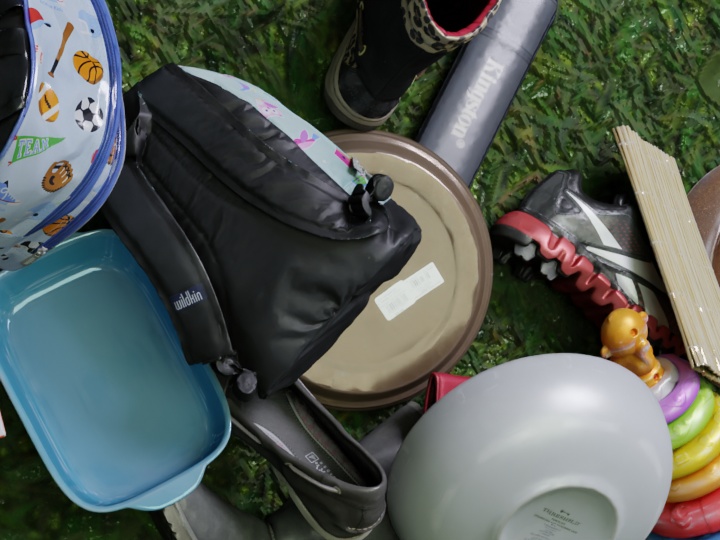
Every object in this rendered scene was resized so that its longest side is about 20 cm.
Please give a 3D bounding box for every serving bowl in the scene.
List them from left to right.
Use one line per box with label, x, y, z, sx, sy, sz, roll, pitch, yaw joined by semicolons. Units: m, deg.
serving bowl;0.121;0.154;1.043;0.200;0.066;0.200;-7;126;-10

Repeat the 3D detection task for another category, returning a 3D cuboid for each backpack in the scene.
backpack;-0.224;-0.092;0.926;0.154;0.190;0.200;5;63;-47
backpack;-0.078;-0.036;1.000;0.200;0.127;0.167;43;94;10

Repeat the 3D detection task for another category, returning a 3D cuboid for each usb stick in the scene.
usb stick;0.085;-0.128;1.150;0.055;0.033;0.200;31;77;-19

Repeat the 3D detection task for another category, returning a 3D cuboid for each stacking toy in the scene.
stacking toy;0.219;0.105;1.127;0.116;0.110;0.200;-40;118;-13

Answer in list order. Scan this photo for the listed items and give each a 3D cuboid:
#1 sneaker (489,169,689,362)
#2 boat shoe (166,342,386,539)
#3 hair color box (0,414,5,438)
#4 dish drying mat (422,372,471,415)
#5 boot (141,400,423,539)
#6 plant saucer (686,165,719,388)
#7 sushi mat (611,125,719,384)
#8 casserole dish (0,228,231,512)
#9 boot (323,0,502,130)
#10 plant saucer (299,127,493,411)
sneaker;0.193;-0.001;1.167;0.200;0.071;0.098;38;76;-16
boat shoe;-0.054;0.091;1.027;0.200;0.057;0.067;44;49;18
hair color box;-0.330;0.079;0.960;0.200;0.061;0.102;-15;92;-22
dish drying mat;0.119;0.121;1.127;0.200;0.018;0.077;10;82;-40
boot;-0.033;0.154;1.071;0.200;0.073;0.182;-34;113;-13
plant saucer;0.333;0.005;1.244;0.200;0.034;0.201;1;86;-21
sushi mat;0.239;-0.008;1.152;0.096;0.012;0.200;20;49;-52
casserole dish;-0.164;0.066;1.006;0.121;0.039;0.200;-27;74;-14
boot;0.048;-0.204;1.067;0.073;0.151;0.200;29;66;-15
plant saucer;0.000;0.000;1.094;0.200;0.029;0.201;0;92;-13
